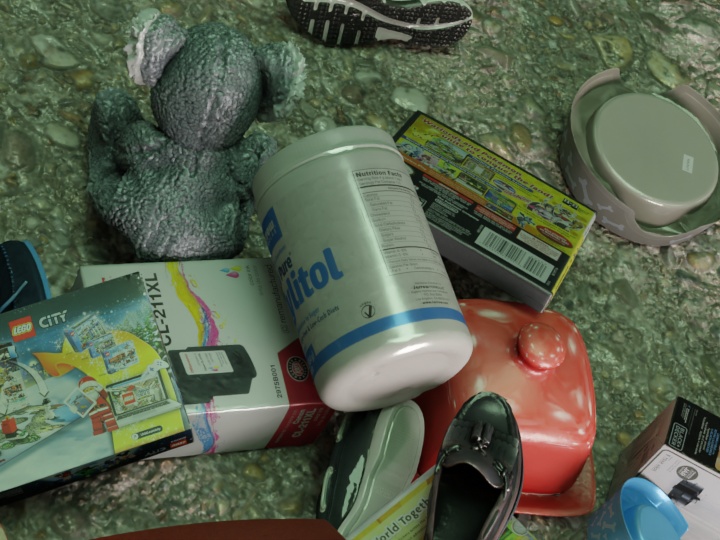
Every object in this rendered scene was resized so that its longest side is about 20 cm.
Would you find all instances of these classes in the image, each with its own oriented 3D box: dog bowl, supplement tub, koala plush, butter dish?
[{"bbox_3d":[0.261,0.274,1.371,0.111,0.050,0.200,-15,73,-59],"label":"dog bowl"},{"bbox_3d":[0.295,-0.113,1.663,0.199,0.059,0.201,11,56,-16],"label":"dog bowl"},{"bbox_3d":[0.000,0.000,1.307,0.132,0.132,0.201,-9,65,-27],"label":"supplement tub"},{"bbox_3d":[-0.137,-0.123,1.374,0.177,0.200,0.184,17,35,-12],"label":"koala plush"},{"bbox_3d":[0.129,0.096,1.401,0.199,0.148,0.200,8,57,-18],"label":"butter dish"}]

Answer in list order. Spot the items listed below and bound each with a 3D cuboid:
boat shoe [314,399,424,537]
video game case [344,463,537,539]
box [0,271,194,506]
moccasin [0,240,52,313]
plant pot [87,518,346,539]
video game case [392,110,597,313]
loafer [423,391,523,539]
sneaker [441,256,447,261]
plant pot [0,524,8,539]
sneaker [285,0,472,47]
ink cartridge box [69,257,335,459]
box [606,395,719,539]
[{"bbox_3d":[-0.004,0.198,1.332,0.076,0.060,0.200,43,59,-40],"label":"boat shoe"},{"bbox_3d":[0.058,0.262,1.241,0.200,0.023,0.182,-36,65,-23],"label":"video game case"},{"bbox_3d":[-0.242,0.095,1.231,0.199,0.038,0.137,-17,68,-10],"label":"box"},{"bbox_3d":[-0.277,0.064,1.296,0.068,0.081,0.201,-6,60,-21],"label":"moccasin"},{"bbox_3d":[-0.069,0.274,1.096,0.176,0.200,0.201,-16,103,-15],"label":"plant pot"},{"bbox_3d":[0.105,-0.058,1.469,0.200,0.026,0.181,30,33,5],"label":"video game case"},{"bbox_3d":[0.085,0.174,1.248,0.072,0.063,0.200,13,57,8],"label":"loafer"},{"bbox_3d":[0.049,-0.052,1.495,0.199,0.075,0.085,0,35,-23],"label":"sneaker"},{"bbox_3d":[-0.320,0.235,1.104,0.200,0.177,0.201,11,54,-16],"label":"plant pot"},{"bbox_3d":[0.012,-0.276,1.656,0.199,0.074,0.080,4,43,-25],"label":"sneaker"},{"bbox_3d":[-0.135,0.072,1.346,0.199,0.083,0.146,-3,61,-25],"label":"ink cartridge box"},{"bbox_3d":[0.334,0.205,1.436,0.200,0.117,0.060,28,50,-2],"label":"box"}]
